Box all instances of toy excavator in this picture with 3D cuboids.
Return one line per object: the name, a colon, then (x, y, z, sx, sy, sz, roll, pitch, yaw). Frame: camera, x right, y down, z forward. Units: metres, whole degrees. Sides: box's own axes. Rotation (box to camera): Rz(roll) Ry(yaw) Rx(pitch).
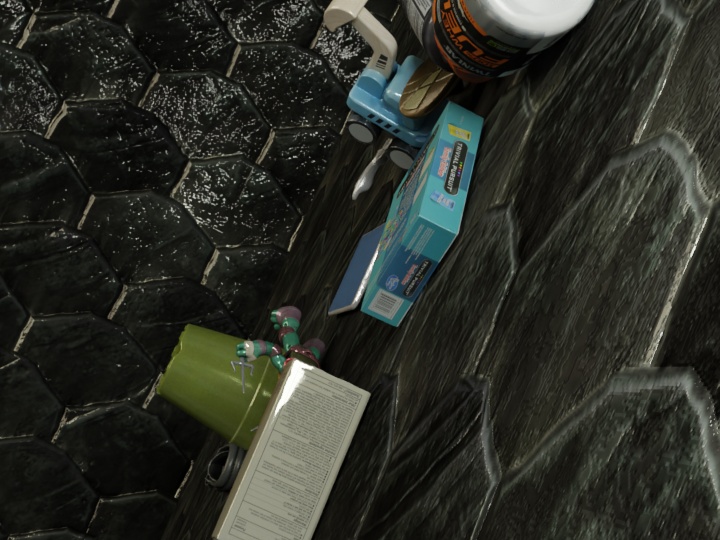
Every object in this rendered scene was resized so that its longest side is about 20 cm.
toy excavator: (0.035, -0.244, 1.620, 0.100, 0.193, 0.200, -58, -2, -27)

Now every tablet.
tablet: (0.000, 0.000, 1.809, 0.131, 0.014, 0.200, -66, 8, -9)

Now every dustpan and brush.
dustpan and brush: (0.050, -0.182, 1.858, 0.140, 0.057, 0.202, 163, 132, -80)

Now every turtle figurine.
turtle figurine: (-0.098, 0.139, 1.749, 0.201, 0.100, 0.151, -74, -29, -58)

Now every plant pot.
plant pot: (-0.218, 0.178, 2.094, 0.201, 0.189, 0.200, -62, 7, 14)

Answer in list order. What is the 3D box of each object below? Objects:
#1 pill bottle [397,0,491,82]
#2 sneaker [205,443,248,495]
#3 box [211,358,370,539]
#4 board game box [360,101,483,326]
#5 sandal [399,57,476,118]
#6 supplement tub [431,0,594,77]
pill bottle: (0.109, -0.298, 1.505, 0.107, 0.105, 0.201, -60, 33, 30)
sneaker: (-0.154, 0.273, 1.674, 0.200, 0.098, 0.071, 125, 166, -60)
box: (-0.073, 0.203, 1.357, 0.201, 0.094, 0.078, -66, 7, -13)
board game box: (0.068, -0.062, 1.395, 0.201, 0.047, 0.151, -73, 10, -47)
sandal: (0.125, -0.251, 1.583, 0.080, 0.054, 0.200, 5, 51, 53)
supplement tub: (0.139, -0.256, 1.239, 0.123, 0.122, 0.200, -66, 7, -10)
